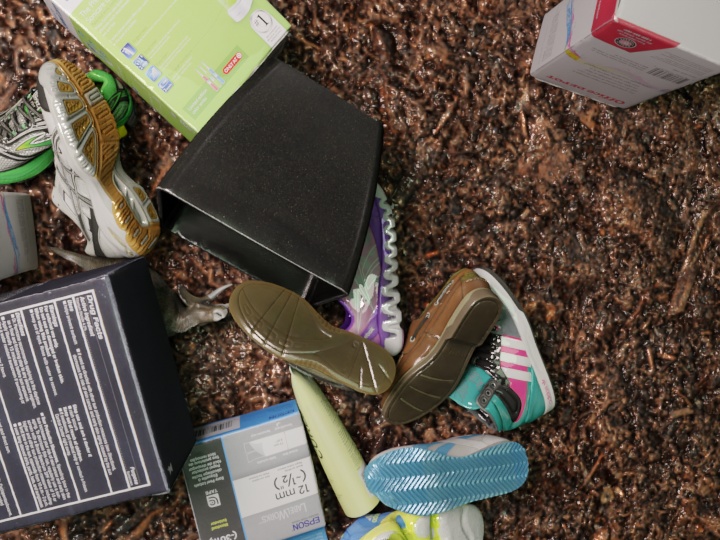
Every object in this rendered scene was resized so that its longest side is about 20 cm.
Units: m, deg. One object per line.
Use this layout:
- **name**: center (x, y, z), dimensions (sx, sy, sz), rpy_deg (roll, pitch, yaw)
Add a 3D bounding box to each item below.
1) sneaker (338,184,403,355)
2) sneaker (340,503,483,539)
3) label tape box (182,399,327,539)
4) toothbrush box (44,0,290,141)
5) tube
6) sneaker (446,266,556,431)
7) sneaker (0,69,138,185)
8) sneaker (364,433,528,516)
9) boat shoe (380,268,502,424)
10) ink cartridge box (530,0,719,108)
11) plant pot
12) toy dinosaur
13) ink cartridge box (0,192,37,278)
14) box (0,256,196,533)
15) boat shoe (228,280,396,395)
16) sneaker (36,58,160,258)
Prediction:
- **sneaker**: center (0.000, 0.000, 0.791), dimensions (0.086, 0.080, 0.206), rpy_deg (-4, 95, -3)
- **sneaker**: center (0.059, 0.313, 0.825), dimensions (0.197, 0.104, 0.078), rpy_deg (9, 81, -41)
- **label tape box**: center (-0.116, 0.270, 0.786), dimensions (0.140, 0.066, 0.205), rpy_deg (-14, 94, -10)
- **toothbrush box**: center (-0.191, -0.250, 0.683), dimensions (0.199, 0.086, 0.147), rpy_deg (41, 81, -12)
- **tube**: center (-0.039, 0.190, 0.798), dimensions (0.052, 0.057, 0.204), rpy_deg (-36, 106, -42)
- **sneaker**: center (0.147, 0.109, 0.824), dimensions (0.119, 0.083, 0.204), rpy_deg (-29, 99, -18)
- **sneaker**: center (-0.335, -0.157, 0.703), dimensions (0.196, 0.085, 0.079), rpy_deg (-27, 77, -10)
- **sneaker**: center (0.096, 0.239, 0.814), dimensions (0.194, 0.081, 0.079), rpy_deg (0, 85, -15)
- **boat shoe**: center (0.087, 0.090, 0.797), dimensions (0.071, 0.068, 0.201), rpy_deg (26, 110, -36)
- **ink cartridge box**: center (0.302, -0.262, 0.771), dimensions (0.144, 0.200, 0.088), rpy_deg (16, 89, -11)
- **plant pot**: center (-0.081, -0.091, 0.717), dimensions (0.197, 0.199, 0.180), rpy_deg (30, 77, -11)
- **toy dinosaur**: center (-0.244, 0.032, 0.748), dimensions (0.197, 0.078, 0.103), rpy_deg (28, 43, 0)
- **ink cartridge box**: center (-0.404, -0.027, 0.637), dimensions (0.143, 0.200, 0.088), rpy_deg (-6, 95, -10)
- **box**: center (-0.281, 0.114, 0.642), dimensions (0.193, 0.123, 0.205), rpy_deg (-13, 99, 2)
- **boat shoe**: center (-0.056, 0.083, 0.752), dimensions (0.197, 0.066, 0.073), rpy_deg (27, 64, 2)
- **sneaker**: center (-0.277, -0.098, 0.670), dimensions (0.085, 0.076, 0.204), rpy_deg (-7, 116, 21)
